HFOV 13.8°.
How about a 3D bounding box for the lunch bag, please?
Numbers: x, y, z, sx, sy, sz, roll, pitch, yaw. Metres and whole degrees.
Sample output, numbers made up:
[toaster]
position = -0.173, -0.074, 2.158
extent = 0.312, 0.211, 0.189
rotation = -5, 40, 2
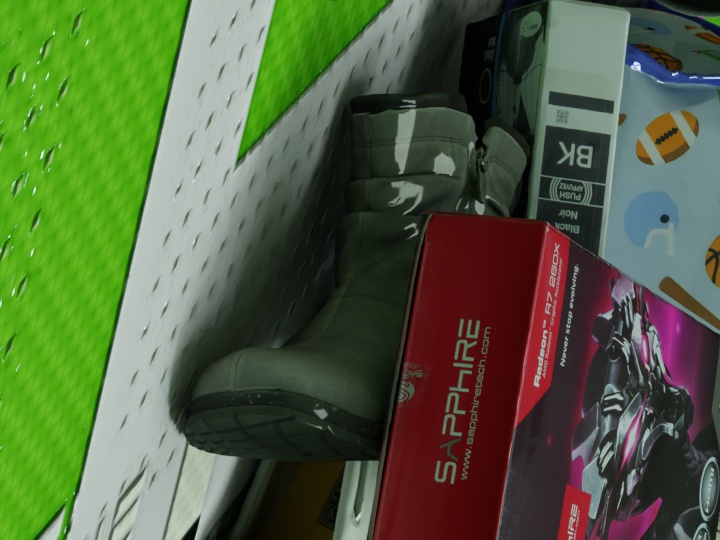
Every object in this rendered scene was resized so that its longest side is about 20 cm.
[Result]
[lunch bag]
position = 0.100, -0.031, 1.274
extent = 0.200, 0.123, 0.171
rotation = -126, -129, -69

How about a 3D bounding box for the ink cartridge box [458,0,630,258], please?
[ink cartridge box]
position = 0.061, 0.000, 1.148
extent = 0.099, 0.039, 0.201
rotation = 174, -78, -72

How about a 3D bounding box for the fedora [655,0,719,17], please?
[fedora]
position = 0.134, -0.201, 1.123
extent = 0.090, 0.176, 0.201
rotation = 10, 105, -50

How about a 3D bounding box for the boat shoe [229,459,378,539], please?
[boat shoe]
position = -0.032, 0.123, 1.098
extent = 0.070, 0.071, 0.201
rotation = 29, 85, -52

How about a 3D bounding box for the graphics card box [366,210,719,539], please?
[graphics card box]
position = 0.072, 0.064, 1.028
extent = 0.200, 0.051, 0.126
rotation = 30, 67, -61

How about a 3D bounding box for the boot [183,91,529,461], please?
[boot]
position = 0.000, 0.000, 1.021
extent = 0.200, 0.067, 0.132
rotation = 8, 82, -64
